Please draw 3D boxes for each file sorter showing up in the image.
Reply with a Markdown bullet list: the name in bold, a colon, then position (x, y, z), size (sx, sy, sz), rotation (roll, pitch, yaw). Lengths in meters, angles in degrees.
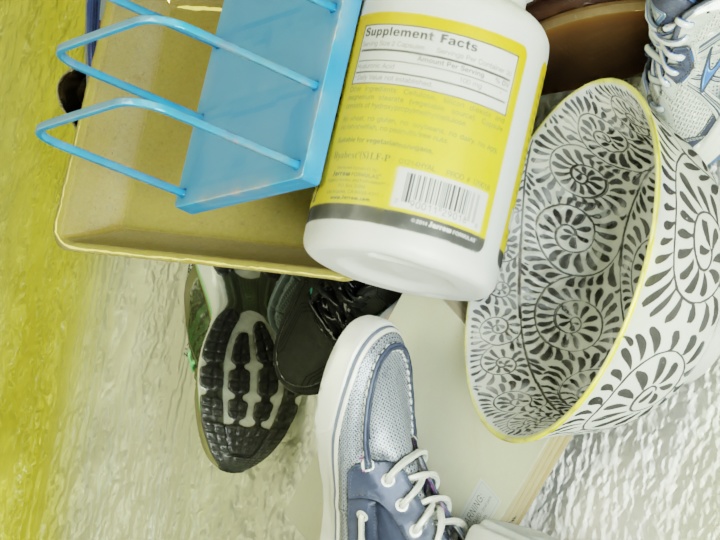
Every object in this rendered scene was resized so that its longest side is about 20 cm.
- **file sorter**: position (-0.085, -0.153, 1.642), size (0.138, 0.122, 0.201), rotation (-10, 63, 55)

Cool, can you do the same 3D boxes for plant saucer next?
- **plant saucer**: position (-0.064, -0.091, 1.739), size (0.199, 0.048, 0.201), rotation (6, 74, 21)

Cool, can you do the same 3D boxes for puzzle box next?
- **puzzle box**: position (0.038, 0.114, 1.704), size (0.133, 0.025, 0.201), rotation (48, 128, 28)

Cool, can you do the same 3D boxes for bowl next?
- **bowl**: position (0.144, 0.006, 1.583), size (0.201, 0.094, 0.202), rotation (-47, 34, 46)

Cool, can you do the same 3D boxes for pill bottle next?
- **pill bottle**: position (0.043, -0.093, 1.626), size (0.111, 0.111, 0.201), rotation (-2, 71, 56)

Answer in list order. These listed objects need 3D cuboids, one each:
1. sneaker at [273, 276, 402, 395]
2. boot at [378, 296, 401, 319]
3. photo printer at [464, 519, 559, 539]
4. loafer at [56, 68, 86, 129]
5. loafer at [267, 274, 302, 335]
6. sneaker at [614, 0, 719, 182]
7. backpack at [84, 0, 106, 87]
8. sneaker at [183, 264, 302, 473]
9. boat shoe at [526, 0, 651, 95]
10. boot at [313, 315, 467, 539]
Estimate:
- **sneaker**: position (0.000, 0.000, 1.767), size (0.075, 0.079, 0.200), rotation (46, 118, 15)
- **boot**: position (0.091, 0.026, 1.711), size (0.200, 0.074, 0.097), rotation (-44, 65, 32)
- **photo printer**: position (0.097, 0.250, 1.587), size (0.166, 0.069, 0.201), rotation (16, 91, 57)
- **loafer**: position (-0.165, -0.093, 2.120), size (0.200, 0.067, 0.076), rotation (36, 107, 55)
- **loafer**: position (0.018, -0.029, 1.839), size (0.200, 0.072, 0.063), rotation (-46, 14, 29)
- **sneaker**: position (0.182, -0.134, 1.604), size (0.200, 0.085, 0.077), rotation (-56, 37, 27)
- **backpack**: position (-0.094, -0.134, 1.889), size (0.200, 0.153, 0.192), rotation (69, -156, -71)
- **sneaker**: position (-0.087, 0.052, 1.957), size (0.089, 0.076, 0.201), rotation (128, 148, -51)
- **boat shoe**: position (0.100, -0.139, 1.713), size (0.199, 0.070, 0.071), rotation (-17, 55, 29)
- **boot**: position (0.027, 0.128, 1.659), size (0.090, 0.073, 0.201), rotation (18, 118, 34)
